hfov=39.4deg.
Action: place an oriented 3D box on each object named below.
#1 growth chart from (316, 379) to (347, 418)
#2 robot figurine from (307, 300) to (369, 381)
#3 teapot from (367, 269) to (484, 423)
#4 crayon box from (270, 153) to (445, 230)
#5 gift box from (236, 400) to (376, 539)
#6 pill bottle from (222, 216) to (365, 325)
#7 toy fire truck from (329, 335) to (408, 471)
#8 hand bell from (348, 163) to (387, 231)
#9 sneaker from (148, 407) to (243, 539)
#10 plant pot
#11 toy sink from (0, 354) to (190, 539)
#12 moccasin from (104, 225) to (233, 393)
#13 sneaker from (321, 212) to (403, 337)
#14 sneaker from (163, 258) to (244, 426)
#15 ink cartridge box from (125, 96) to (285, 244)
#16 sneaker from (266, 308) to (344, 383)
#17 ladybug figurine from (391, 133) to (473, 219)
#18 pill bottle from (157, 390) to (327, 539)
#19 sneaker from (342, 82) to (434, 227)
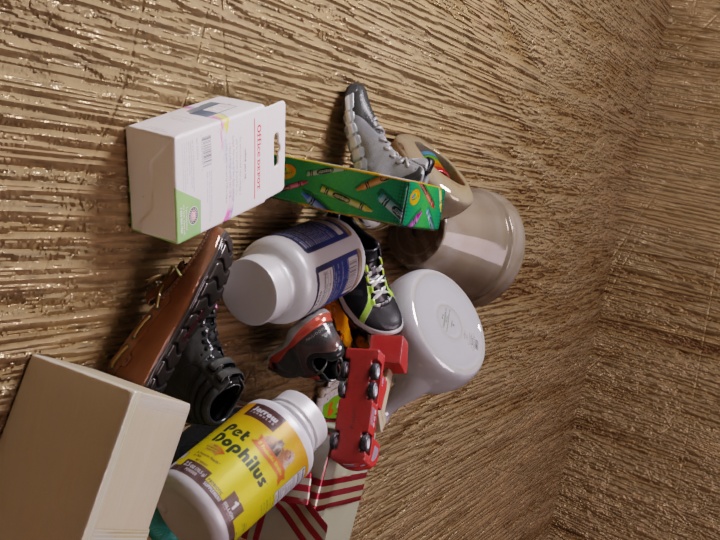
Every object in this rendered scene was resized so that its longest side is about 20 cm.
[{"bbox_3d":[-0.026,0.212,1.616,0.200,0.018,0.146,-34,133,-53],"label":"growth chart"},{"bbox_3d":[-0.029,0.066,1.482,0.145,0.058,0.201,-53,146,-38],"label":"robot figurine"},{"bbox_3d":[0.080,0.101,1.506,0.200,0.146,0.198,-13,77,-52],"label":"teapot"},{"bbox_3d":[-0.007,-0.099,1.272,0.119,0.199,0.059,1,102,-64],"label":"crayon box"},{"bbox_3d":[-0.095,0.285,1.322,0.187,0.184,0.201,22,77,-66],"label":"gift box"},{"bbox_3d":[-0.085,0.003,1.270,0.200,0.110,0.112,-26,126,-58],"label":"pill bottle"},{"bbox_3d":[0.014,0.165,1.292,0.141,0.048,0.201,55,39,-61],"label":"toy fire truck"},{"bbox_3d":[0.034,-0.095,1.518,0.200,0.104,0.105,30,76,-76],"label":"hand bell"},{"bbox_3d":[-0.186,0.263,1.213,0.200,0.083,0.121,-38,122,-41],"label":"sneaker"},{"bbox_3d":[0.144,-0.052,1.653,0.173,0.199,0.201,15,90,-48],"label":"plant pot"},{"bbox_3d":[-0.271,0.201,0.977,0.112,0.130,0.201,34,72,-64],"label":"toy sink"},{"bbox_3d":[-0.205,0.039,1.081,0.202,0.077,0.074,-61,166,-3],"label":"moccasin"},{"bbox_3d":[0.000,0.000,1.371,0.072,0.200,0.083,-32,177,-38],"label":"sneaker"},{"bbox_3d":[-0.171,0.086,1.154,0.071,0.099,0.201,4,99,-62],"label":"sneaker"},{"bbox_3d":[-0.163,-0.119,1.097,0.200,0.067,0.118,-33,132,-54],"label":"ink cartridge box"},{"bbox_3d":[-0.067,0.122,1.330,0.077,0.082,0.200,-31,169,-21],"label":"sneaker"},{"bbox_3d":[0.099,-0.139,1.532,0.135,0.200,0.072,27,112,-27],"label":"ladybug figurine"},{"bbox_3d":[-0.129,0.222,1.143,0.200,0.109,0.110,-37,136,-40],"label":"pill bottle"},{"bbox_3d":[0.044,-0.164,1.386,0.075,0.115,0.201,-11,94,-77],"label":"sneaker"}]
